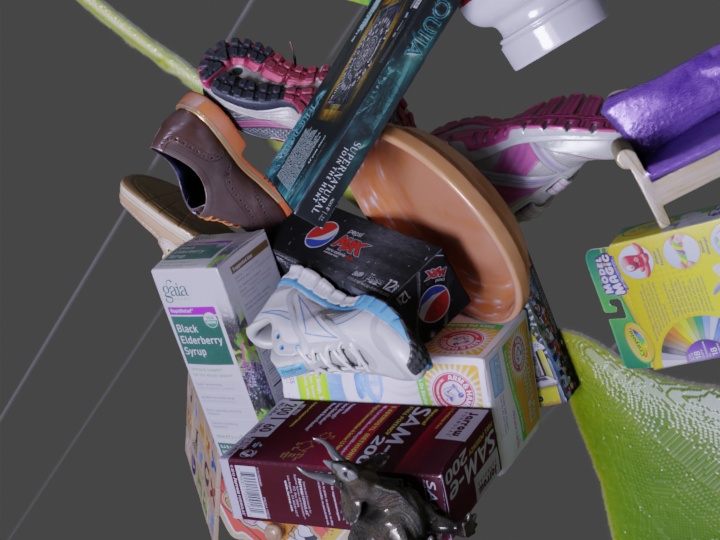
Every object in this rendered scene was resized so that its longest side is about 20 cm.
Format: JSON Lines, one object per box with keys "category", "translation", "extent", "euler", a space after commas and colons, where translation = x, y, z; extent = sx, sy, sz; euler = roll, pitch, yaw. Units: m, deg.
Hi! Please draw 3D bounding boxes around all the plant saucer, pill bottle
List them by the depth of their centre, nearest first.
{"category": "pill bottle", "translation": [0.104, -0.259, 0.992], "extent": [0.112, 0.112, 0.200], "euler": [-27, 96, 34]}
{"category": "plant saucer", "translation": [0.066, -0.043, 1.060], "extent": [0.200, 0.037, 0.200], "euler": [42, 161, 18]}

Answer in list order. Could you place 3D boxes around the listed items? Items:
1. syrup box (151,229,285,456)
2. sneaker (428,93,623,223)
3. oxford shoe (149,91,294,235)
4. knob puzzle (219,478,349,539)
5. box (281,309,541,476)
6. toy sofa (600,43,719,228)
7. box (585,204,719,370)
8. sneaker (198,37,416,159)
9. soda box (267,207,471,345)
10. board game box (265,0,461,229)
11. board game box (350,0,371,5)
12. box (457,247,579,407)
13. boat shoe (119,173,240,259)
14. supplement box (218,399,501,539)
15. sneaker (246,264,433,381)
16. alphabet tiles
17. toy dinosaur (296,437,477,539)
{"category": "syrup box", "translation": [-0.106, 0.069, 1.176], "extent": [0.079, 0.081, 0.200], "euler": [-2, 116, 34]}
{"category": "sneaker", "translation": [0.140, -0.086, 1.074], "extent": [0.200, 0.081, 0.088], "euler": [-6, 111, 37]}
{"category": "oxford shoe", "translation": [-0.121, -0.065, 1.190], "extent": [0.071, 0.073, 0.200], "euler": [12, 145, 51]}
{"category": "knob puzzle", "translation": [-0.094, 0.219, 1.354], "extent": [0.220, 0.030, 0.220], "euler": [11, 116, 25]}
{"category": "box", "translation": [0.043, 0.099, 1.137], "extent": [0.200, 0.101, 0.113], "euler": [1, 112, 28]}
{"category": "toy sofa", "translation": [0.276, -0.120, 0.937], "extent": [0.200, 0.083, 0.098], "euler": [-27, 98, 13]}
{"category": "box", "translation": [0.288, 0.009, 1.046], "extent": [0.200, 0.048, 0.117], "euler": [-15, 103, 30]}
{"category": "sneaker", "translation": [-0.044, -0.142, 1.154], "extent": [0.200, 0.081, 0.075], "euler": [23, 154, 11]}
{"category": "soda box", "translation": [0.000, 0.000, 1.127], "extent": [0.200, 0.071, 0.063], "euler": [24, 151, 51]}
{"category": "board game box", "translation": [-0.002, -0.138, 1.021], "extent": [0.028, 0.135, 0.200], "euler": [30, 98, -20]}
{"category": "board game box", "translation": [-0.024, -0.282, 1.104], "extent": [0.200, 0.030, 0.096], "euler": [19, 118, 18]}
{"category": "box", "translation": [0.081, 0.068, 1.189], "extent": [0.200, 0.038, 0.137], "euler": [-15, 103, 33]}
{"category": "boat shoe", "translation": [-0.157, -0.017, 1.261], "extent": [0.200, 0.074, 0.069], "euler": [36, 117, 10]}
{"category": "supplement box", "translation": [0.000, 0.156, 1.058], "extent": [0.200, 0.109, 0.061], "euler": [0, 112, 28]}
{"category": "sneaker", "translation": [-0.022, 0.062, 1.054], "extent": [0.200, 0.087, 0.075], "euler": [18, 146, 53]}
{"category": "alphabet tiles", "translation": [-0.154, 0.140, 1.294], "extent": [0.008, 0.167, 0.200], "euler": [-3, 117, -16]}
{"category": "toy dinosaur", "translation": [0.025, 0.208, 0.971], "extent": [0.102, 0.077, 0.200], "euler": [18, 127, 34]}
